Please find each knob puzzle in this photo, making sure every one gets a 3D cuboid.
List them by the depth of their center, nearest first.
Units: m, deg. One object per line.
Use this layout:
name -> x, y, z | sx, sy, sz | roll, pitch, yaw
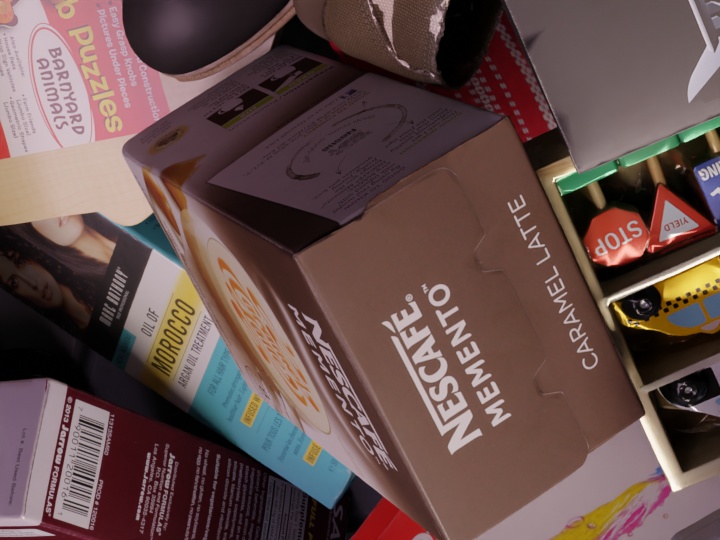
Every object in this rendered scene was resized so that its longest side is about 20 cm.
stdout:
knob puzzle -> -0.112, -0.115, 0.853 | 0.219, 0.030, 0.220 | 6, 111, 16

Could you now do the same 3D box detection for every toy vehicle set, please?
toy vehicle set -> 0.165, -0.024, 0.681 | 0.200, 0.027, 0.124 | -24, 113, 8

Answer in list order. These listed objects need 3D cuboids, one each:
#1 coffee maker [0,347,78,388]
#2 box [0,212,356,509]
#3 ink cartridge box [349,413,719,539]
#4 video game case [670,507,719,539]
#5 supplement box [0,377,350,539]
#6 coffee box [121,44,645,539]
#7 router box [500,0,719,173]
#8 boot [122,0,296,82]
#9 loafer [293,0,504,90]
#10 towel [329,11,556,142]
coffee maker -> -0.241, 0.093, 1.051 | 0.200, 0.135, 0.192 | -11, 117, 39
box -> -0.072, 0.011, 0.930 | 0.200, 0.049, 0.082 | 33, 136, 7
ink cartridge box -> 0.087, 0.096, 0.757 | 0.200, 0.116, 0.067 | 31, 167, 32
video game case -> 0.211, 0.126, 0.681 | 0.200, 0.182, 0.022 | 65, 169, -16
supplement box -> -0.107, 0.102, 0.943 | 0.109, 0.061, 0.200 | -4, 159, 37
coffee box -> 0.000, 0.000, 0.738 | 0.115, 0.080, 0.200 | 62, 167, -20
router box -> 0.120, -0.138, 0.607 | 0.200, 0.052, 0.158 | -22, 114, 8
boot -> -0.051, -0.121, 0.726 | 0.077, 0.138, 0.200 | 37, 128, 1
loafer -> 0.055, -0.139, 0.678 | 0.067, 0.076, 0.200 | 45, 124, 17
towel -> 0.091, -0.053, 0.743 | 0.200, 0.022, 0.145 | -9, 119, 39
